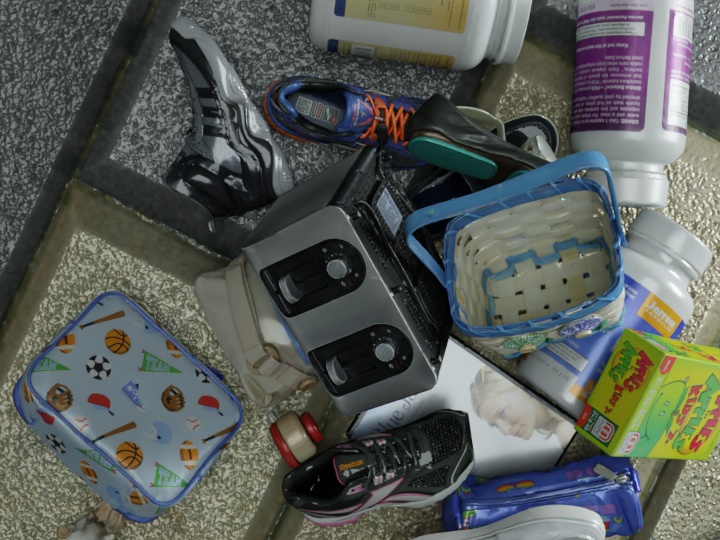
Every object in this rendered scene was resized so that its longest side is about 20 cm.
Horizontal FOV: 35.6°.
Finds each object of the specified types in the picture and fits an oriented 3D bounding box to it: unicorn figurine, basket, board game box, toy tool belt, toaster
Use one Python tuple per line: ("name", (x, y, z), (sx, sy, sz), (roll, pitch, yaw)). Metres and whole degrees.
("unicorn figurine", (-0.299, 0.293, 1.064), (0.198, 0.137, 0.075), (-28, 82, -16))
("basket", (0.149, -0.016, 0.965), (0.174, 0.200, 0.141), (-18, 50, 18))
("board game box", (0.286, 0.119, 1.039), (0.047, 0.198, 0.103), (34, 104, 40))
("toy tool belt", (-0.062, 0.068, 1.057), (0.122, 0.125, 0.202), (-30, 79, -2))
("toaster", (0.000, 0.000, 0.995), (0.117, 0.201, 0.183), (-23, 108, 22))

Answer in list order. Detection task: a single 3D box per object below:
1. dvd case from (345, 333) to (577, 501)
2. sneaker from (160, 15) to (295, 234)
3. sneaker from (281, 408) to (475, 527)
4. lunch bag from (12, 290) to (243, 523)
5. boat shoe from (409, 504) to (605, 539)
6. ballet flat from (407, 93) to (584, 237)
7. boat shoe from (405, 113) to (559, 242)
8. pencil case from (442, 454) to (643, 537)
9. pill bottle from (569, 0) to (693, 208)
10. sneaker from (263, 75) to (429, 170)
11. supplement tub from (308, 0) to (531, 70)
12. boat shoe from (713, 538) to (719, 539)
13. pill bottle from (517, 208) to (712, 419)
("dvd case", (0.104, 0.158, 1.120), (0.198, 0.018, 0.144), (34, 90, -3))
("sneaker", (-0.153, -0.135, 1.074), (0.113, 0.075, 0.202), (-32, 95, -4))
("sneaker", (0.014, 0.188, 1.047), (0.198, 0.086, 0.081), (-30, 62, 17))
("lunch bag", (-0.211, 0.127, 1.055), (0.200, 0.075, 0.161), (44, 49, -4))
("boat shoe", (0.127, 0.265, 1.006), (0.196, 0.069, 0.073), (-7, 127, -2))
("ballet flat", (0.137, -0.104, 1.041), (0.198, 0.068, 0.069), (29, 64, -14))
("boat shoe", (0.112, -0.085, 1.094), (0.198, 0.062, 0.075), (-32, 90, -3))
("pencil case", (0.176, 0.222, 1.072), (0.196, 0.087, 0.079), (-8, 57, -1))
("pill bottle", (0.257, -0.164, 1.073), (0.110, 0.112, 0.204), (4, 91, -2))
("sneaker", (0.001, -0.142, 1.079), (0.196, 0.078, 0.077), (8, 92, -2))
("supplement tub", (0.056, -0.267, 1.046), (0.196, 0.144, 0.147), (8, 91, -3))
("boat shoe", (0.400, 0.280, 1.100), (0.198, 0.086, 0.076), (-19, 92, -1))
("pill bottle", (0.248, 0.047, 1.076), (0.111, 0.112, 0.201), (35, 90, -3))
